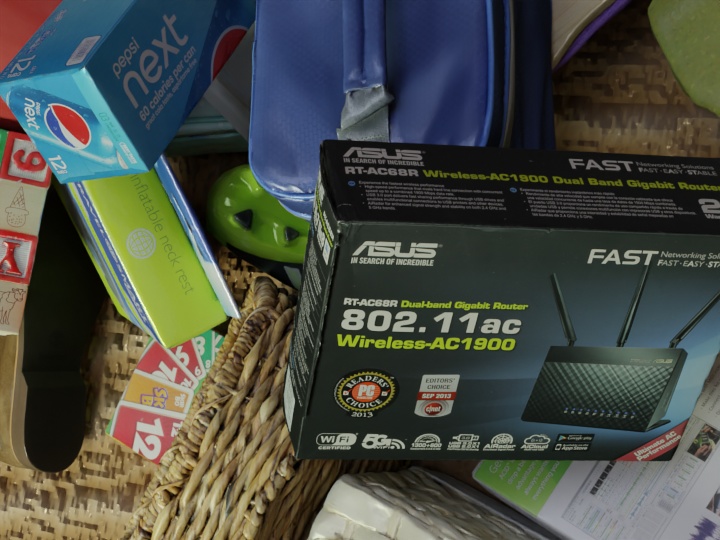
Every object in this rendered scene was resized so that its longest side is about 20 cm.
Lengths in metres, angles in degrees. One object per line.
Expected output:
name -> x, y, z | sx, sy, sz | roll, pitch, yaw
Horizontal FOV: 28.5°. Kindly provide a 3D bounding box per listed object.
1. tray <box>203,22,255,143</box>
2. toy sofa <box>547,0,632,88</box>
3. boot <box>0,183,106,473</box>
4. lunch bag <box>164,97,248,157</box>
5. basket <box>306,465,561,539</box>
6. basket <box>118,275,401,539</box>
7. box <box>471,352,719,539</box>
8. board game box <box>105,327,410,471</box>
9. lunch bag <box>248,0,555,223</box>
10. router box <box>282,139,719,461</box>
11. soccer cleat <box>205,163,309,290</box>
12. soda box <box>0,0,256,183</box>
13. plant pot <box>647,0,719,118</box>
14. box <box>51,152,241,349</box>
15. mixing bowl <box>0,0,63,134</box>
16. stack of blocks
tray -> -0.008, -0.089, 0.847 | 0.107, 0.022, 0.200 | -44, 96, 11
toy sofa -> 0.155, -0.185, 0.807 | 0.200, 0.083, 0.098 | -41, 61, 13
boot -> -0.224, 0.034, 0.967 | 0.075, 0.074, 0.200 | 1, 80, 40
lunch bag -> -0.094, -0.152, 0.933 | 0.200, 0.077, 0.161 | 0, 82, 28
basket -> 0.061, 0.201, 0.746 | 0.200, 0.123, 0.136 | 26, 91, 29
basket -> -0.077, 0.106, 0.799 | 0.149, 0.143, 0.200 | 29, 91, 27
box -> 0.179, 0.103, 0.742 | 0.200, 0.036, 0.144 | 31, 80, 28
board game box -> -0.066, 0.105, 0.891 | 0.200, 0.030, 0.096 | 26, 91, 27
lunch bag -> 0.018, -0.102, 0.726 | 0.136, 0.132, 0.200 | -8, 70, 22
router box -> 0.070, 0.019, 0.666 | 0.200, 0.150, 0.062 | 1, 40, -11
soccer cleat -> 0.000, 0.000, 0.833 | 0.200, 0.081, 0.068 | 30, 75, -8
soda box -> -0.107, -0.138, 0.758 | 0.064, 0.068, 0.200 | -3, 42, 33
plant pot -> 0.253, -0.139, 0.702 | 0.184, 0.200, 0.201 | -38, 64, 28
box -> -0.135, -0.023, 0.844 | 0.048, 0.200, 0.122 | -28, 102, -14
mixing bowl -> -0.180, -0.155, 0.847 | 0.108, 0.200, 0.200 | 31, 95, -11
stack of blocks -> -0.243, -0.020, 0.896 | 0.200, 0.059, 0.115 | 174, 107, -71
